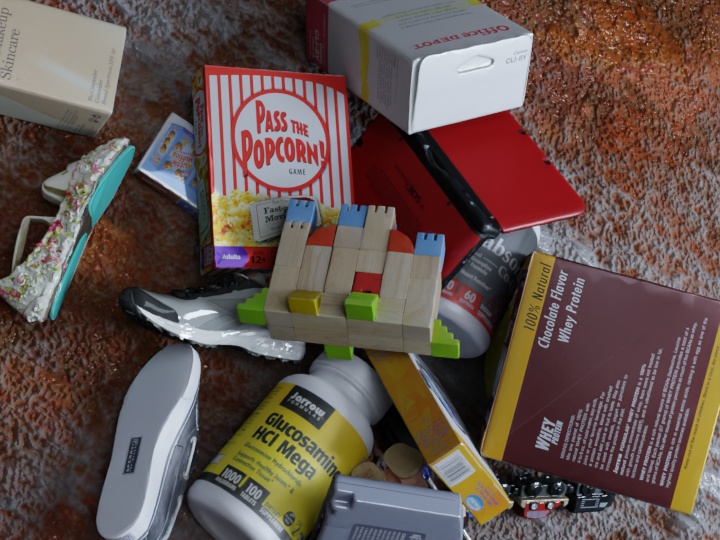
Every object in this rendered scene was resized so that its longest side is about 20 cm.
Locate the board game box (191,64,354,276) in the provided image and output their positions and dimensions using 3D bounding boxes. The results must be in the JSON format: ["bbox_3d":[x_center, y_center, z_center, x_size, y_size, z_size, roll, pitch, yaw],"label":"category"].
[{"bbox_3d":[-0.084,-0.095,1.278,0.151,0.046,0.200,0,79,-25],"label":"board game box"}]

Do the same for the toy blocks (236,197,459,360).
[{"bbox_3d":[0.000,0.000,1.203,0.200,0.100,0.137,6,57,9],"label":"toy blocks"}]

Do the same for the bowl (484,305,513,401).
[{"bbox_3d":[0.243,0.109,1.376,0.200,0.108,0.201,6,75,-23],"label":"bowl"}]

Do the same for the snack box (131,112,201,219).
[{"bbox_3d":[-0.124,-0.071,1.296,0.200,0.024,0.072,34,68,-14],"label":"snack box"}]

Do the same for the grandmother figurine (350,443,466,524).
[{"bbox_3d":[0.053,0.255,1.243,0.121,0.061,0.200,-25,127,5],"label":"grandmother figurine"}]

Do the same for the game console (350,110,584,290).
[{"bbox_3d":[0.091,-0.074,1.304,0.119,0.172,0.200,16,32,-46],"label":"game console"}]

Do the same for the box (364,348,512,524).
[{"bbox_3d":[0.064,0.132,1.222,0.041,0.200,0.119,-36,133,2],"label":"box"}]

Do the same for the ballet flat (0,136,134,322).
[{"bbox_3d":[-0.274,-0.048,1.199,0.064,0.076,0.200,22,66,-2],"label":"ballet flat"}]

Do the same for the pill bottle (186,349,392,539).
[{"bbox_3d":[-0.060,0.171,1.220,0.112,0.112,0.200,44,64,-9],"label":"pill bottle"}]

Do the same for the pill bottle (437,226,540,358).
[{"bbox_3d":[0.116,-0.021,1.343,0.116,0.116,0.200,34,67,-14],"label":"pill bottle"}]

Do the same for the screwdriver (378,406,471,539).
[{"bbox_3d":[0.079,0.223,1.319,0.028,0.029,0.200,-37,93,-27],"label":"screwdriver"}]

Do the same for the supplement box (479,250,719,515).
[{"bbox_3d":[0.233,0.102,1.244,0.200,0.133,0.198,15,90,5],"label":"supplement box"}]

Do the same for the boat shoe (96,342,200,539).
[{"bbox_3d":[-0.180,0.165,1.196,0.068,0.072,0.200,48,42,-45],"label":"boat shoe"}]

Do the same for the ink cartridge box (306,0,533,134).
[{"bbox_3d":[0.055,-0.226,1.316,0.145,0.200,0.084,-17,128,-27],"label":"ink cartridge box"}]

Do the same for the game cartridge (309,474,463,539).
[{"bbox_3d":[0.019,0.260,1.186,0.133,0.200,0.041,14,44,-6],"label":"game cartridge"}]

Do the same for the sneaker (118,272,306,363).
[{"bbox_3d":[-0.135,0.034,1.224,0.200,0.074,0.080,11,92,-37],"label":"sneaker"}]

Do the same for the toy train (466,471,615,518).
[{"bbox_3d":[0.182,0.236,1.359,0.200,0.034,0.046,2,107,-25],"label":"toy train"}]

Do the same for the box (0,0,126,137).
[{"bbox_3d":[-0.327,-0.198,1.202,0.200,0.078,0.095,11,74,-22],"label":"box"}]
